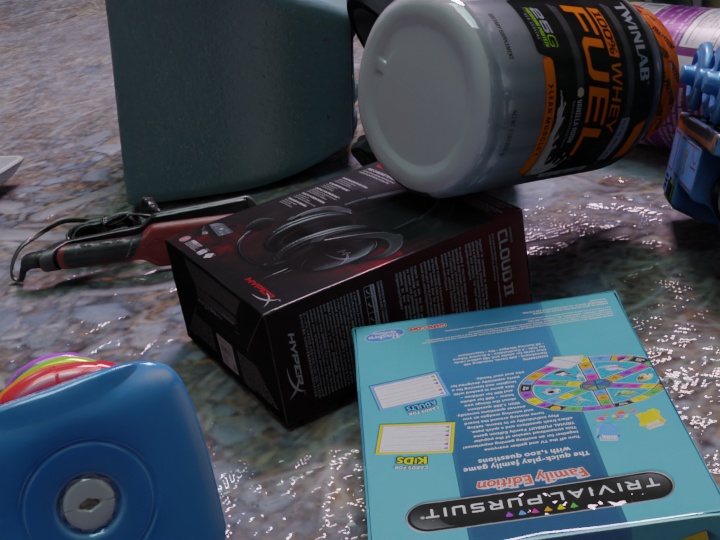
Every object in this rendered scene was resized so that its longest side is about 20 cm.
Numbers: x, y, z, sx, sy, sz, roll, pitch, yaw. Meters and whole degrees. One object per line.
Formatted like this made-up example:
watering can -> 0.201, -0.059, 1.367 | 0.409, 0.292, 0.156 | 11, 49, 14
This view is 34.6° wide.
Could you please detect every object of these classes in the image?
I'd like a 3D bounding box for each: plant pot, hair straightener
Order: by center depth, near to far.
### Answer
hair straightener -> -0.172, -0.024, 0.888 | 0.198, 0.041, 0.077 | -13, 25, 2
plant pot -> -0.101, -0.185, 1.019 | 0.197, 0.198, 0.197 | -1, 26, 1

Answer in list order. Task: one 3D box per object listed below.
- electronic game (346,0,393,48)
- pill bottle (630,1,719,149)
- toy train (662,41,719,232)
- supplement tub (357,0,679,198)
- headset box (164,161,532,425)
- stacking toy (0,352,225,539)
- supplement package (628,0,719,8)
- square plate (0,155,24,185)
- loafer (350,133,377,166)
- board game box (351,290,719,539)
electronic game -> 0.055, -0.158, 0.906 | 0.042, 0.201, 0.200 | -39, 30, -4
pill bottle -> 0.278, -0.142, 0.884 | 0.112, 0.114, 0.199 | -27, 31, -34
toy train -> 0.241, -0.078, 0.719 | 0.086, 0.116, 0.200 | 11, 14, 6
supplement tub -> 0.106, -0.118, 0.730 | 0.199, 0.124, 0.122 | -14, 23, -39
headset box -> 0.000, 0.000, 0.725 | 0.198, 0.078, 0.149 | -23, 28, -23
stacking toy -> -0.150, 0.084, 0.598 | 0.115, 0.111, 0.200 | -19, 16, -14
supplement package -> 0.284, -0.263, 1.025 | 0.150, 0.202, 0.151 | 5, 29, 27
square plate -> -0.434, -0.055, 1.040 | 0.198, 0.029, 0.198 | 0, 28, 19
loafer -> 0.046, -0.097, 0.860 | 0.063, 0.072, 0.200 | -49, 18, -6
board game box -> 0.075, 0.084, 0.560 | 0.149, 0.047, 0.201 | -8, 26, 2
